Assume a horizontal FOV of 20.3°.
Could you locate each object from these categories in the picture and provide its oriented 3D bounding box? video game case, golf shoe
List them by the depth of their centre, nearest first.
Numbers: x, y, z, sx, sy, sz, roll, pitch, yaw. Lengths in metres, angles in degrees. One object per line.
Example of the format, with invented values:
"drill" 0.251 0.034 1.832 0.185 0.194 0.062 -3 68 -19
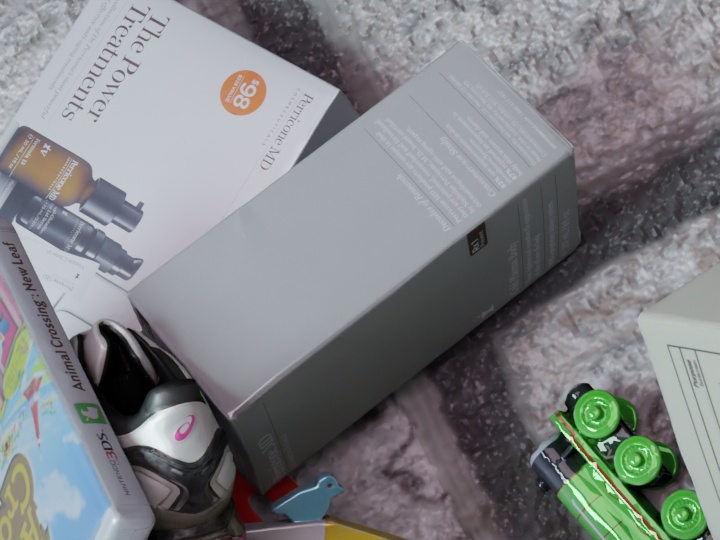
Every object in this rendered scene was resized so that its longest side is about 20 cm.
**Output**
"video game case" -0.161 0.111 0.862 0.182 0.022 0.201 57 131 40
"golf shoe" -0.105 0.058 0.877 0.200 0.072 0.093 28 124 56

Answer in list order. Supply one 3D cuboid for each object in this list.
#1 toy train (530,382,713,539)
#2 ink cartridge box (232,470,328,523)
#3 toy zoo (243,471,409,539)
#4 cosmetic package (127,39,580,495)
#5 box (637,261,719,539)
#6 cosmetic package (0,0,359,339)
"toy train" 0.149 0.135 0.894 0.056 0.042 0.200 -45 67 10
"ink cartridge box" -0.102 0.171 0.937 0.200 0.067 0.116 -47 67 -2
"toy zoo" -0.023 0.189 0.879 0.130 0.020 0.202 6 92 -5
"cosmetic package" 0.000 0.000 0.922 0.200 0.107 0.090 -41 67 -10
"box" 0.225 0.058 0.783 0.109 0.200 0.129 -30 109 -25
"cosmetic package" -0.115 -0.033 1.014 0.150 0.052 0.201 29 83 19
